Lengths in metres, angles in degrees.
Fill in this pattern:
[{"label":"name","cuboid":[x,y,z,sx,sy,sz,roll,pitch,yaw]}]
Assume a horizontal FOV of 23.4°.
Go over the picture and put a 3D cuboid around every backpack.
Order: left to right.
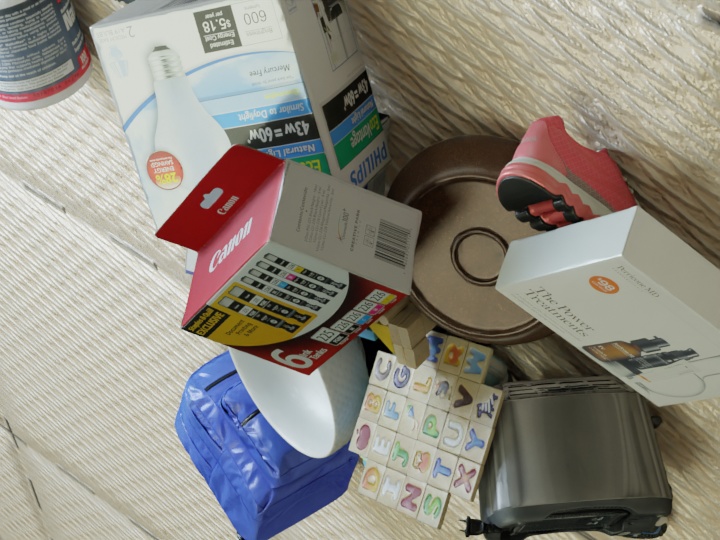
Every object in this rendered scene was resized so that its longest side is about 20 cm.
[{"label":"backpack","cuboid":[-0.111,0.179,2.018,0.200,0.162,0.168,51,145,24]}]

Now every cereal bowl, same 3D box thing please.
[{"label":"cereal bowl","cuboid":[-0.054,0.084,1.773,0.200,0.083,0.201,43,149,33]}]

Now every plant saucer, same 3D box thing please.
[{"label":"plant saucer","cuboid":[0.108,-0.018,1.500,0.199,0.035,0.202,9,118,17]}]

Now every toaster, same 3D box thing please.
[{"label":"toaster","cuboid":[0.177,0.170,1.558,0.114,0.198,0.130,105,160,-69]}]

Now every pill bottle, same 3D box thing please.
[{"label":"pill bottle","cuboid":[-0.369,-0.284,1.860,0.119,0.119,0.201,24,143,38]}]

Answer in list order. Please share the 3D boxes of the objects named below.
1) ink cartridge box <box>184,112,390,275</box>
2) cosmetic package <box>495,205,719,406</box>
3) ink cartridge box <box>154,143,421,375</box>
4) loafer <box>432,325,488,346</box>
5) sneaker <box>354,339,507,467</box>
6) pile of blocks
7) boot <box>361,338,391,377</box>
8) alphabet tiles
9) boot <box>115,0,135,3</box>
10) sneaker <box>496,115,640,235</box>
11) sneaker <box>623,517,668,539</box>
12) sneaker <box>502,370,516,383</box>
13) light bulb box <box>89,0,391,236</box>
[{"label":"ink cartridge box","cuboid":[-0.072,-0.071,1.659,0.196,0.047,0.201,16,119,20]},{"label":"cosmetic package","cuboid":[0.229,0.033,1.382,0.199,0.052,0.150,34,150,-25]},{"label":"ink cartridge box","cuboid":[-0.073,-0.006,1.482,0.175,0.084,0.200,21,149,-18]},{"label":"loafer","cuboid":[0.109,0.028,1.628,0.071,0.073,0.200,22,155,5]},{"label":"sneaker","cuboid":[0.063,0.141,1.649,0.079,0.131,0.200,27,160,-17]},{"label":"pile of blocks","cuboid":[0.000,0.000,1.600,0.200,0.062,0.082,51,144,-3]},{"label":"boot","cuboid":[0.036,0.041,1.746,0.165,0.066,0.200,46,147,3]},{"label":"alphabet tiles","cuboid":[0.057,0.139,1.588,0.006,0.168,0.200,18,178,-33]},{"label":"boot","cuboid":[-0.251,-0.352,1.655,0.200,0.076,0.169,29,150,44]},{"label":"sneaker","cuboid":[0.199,-0.052,1.397,0.200,0.087,0.074,37,152,-29]},{"label":"sneaker","cuboid":[0.215,0.188,1.655,0.199,0.077,0.076,34,156,-11]},{"label":"sneaker","cuboid":[0.123,0.184,1.767,0.130,0.079,0.199,57,142,4]},{"label":"light bulb box","cuboid":[-0.103,-0.153,1.533,0.197,0.125,0.201,-8,110,27]}]
